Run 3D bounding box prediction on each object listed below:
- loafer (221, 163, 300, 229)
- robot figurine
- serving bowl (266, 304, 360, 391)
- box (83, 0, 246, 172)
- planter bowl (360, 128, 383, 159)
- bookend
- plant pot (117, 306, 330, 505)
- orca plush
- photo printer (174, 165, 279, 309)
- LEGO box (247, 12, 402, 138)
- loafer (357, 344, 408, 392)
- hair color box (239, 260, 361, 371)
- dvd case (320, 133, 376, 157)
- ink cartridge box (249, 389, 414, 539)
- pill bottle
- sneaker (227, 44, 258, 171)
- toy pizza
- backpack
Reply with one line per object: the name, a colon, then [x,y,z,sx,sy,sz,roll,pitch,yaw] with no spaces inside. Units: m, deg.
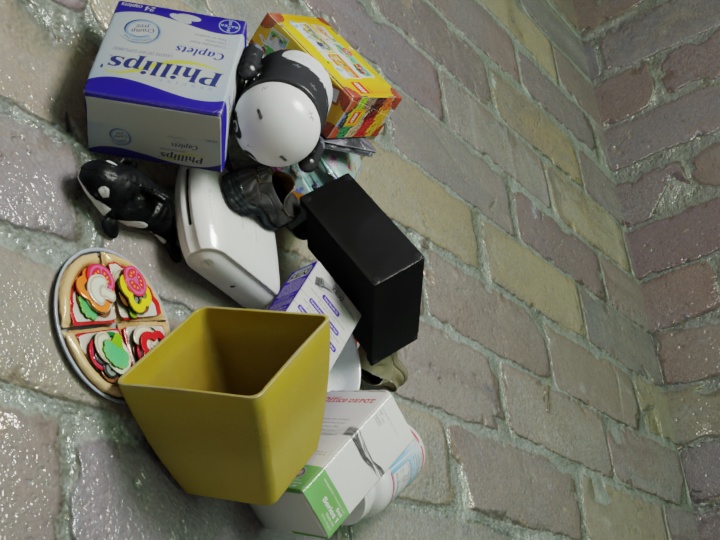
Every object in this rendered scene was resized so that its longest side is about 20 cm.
loafer: [-0.122,-0.108,1.602,0.074,0.072,0.200,69,16,11]
robot figurine: [-0.106,-0.224,1.533,0.148,0.126,0.201,20,34,-5]
serving bowl: [-0.089,0.134,1.646,0.199,0.065,0.203,22,58,-42]
box: [-0.254,-0.248,1.492,0.106,0.181,0.202,101,-3,-49]
planter bowl: [-0.043,-0.267,1.941,0.200,0.134,0.202,40,39,-41]
bookend: [0.000,0.000,1.689,0.199,0.091,0.201,49,-25,32]
plant pot: [-0.150,0.173,1.390,0.200,0.197,0.179,-47,134,-54]
orca plush: [-0.277,-0.078,1.450,0.201,0.070,0.106,60,44,-42]
photo printer: [-0.191,-0.057,1.577,0.200,0.069,0.168,44,32,-54]
LEGO box: [-0.055,-0.296,1.702,0.200,0.077,0.148,48,29,18]
loafer: [0.026,0.155,1.818,0.075,0.068,0.200,38,-13,25]
hair color box: [-0.085,0.095,1.566,0.110,0.064,0.201,52,44,-20]
dvd case: [-0.075,-0.252,1.713,0.148,0.016,0.201,5,41,-46]
ink cartridge box: [-0.043,0.255,1.505,0.200,0.145,0.085,-42,113,-35]
pill bottle: [0.014,0.303,1.679,0.200,0.108,0.110,-25,92,-61]
sneaker: [-0.168,-0.221,1.657,0.069,0.100,0.203,3,72,-14]
toy pizza: [-0.296,0.065,1.382,0.200,0.031,0.202,39,40,-43]
backpack: [-0.100,-0.176,1.762,0.200,0.153,0.176,45,26,-12]
